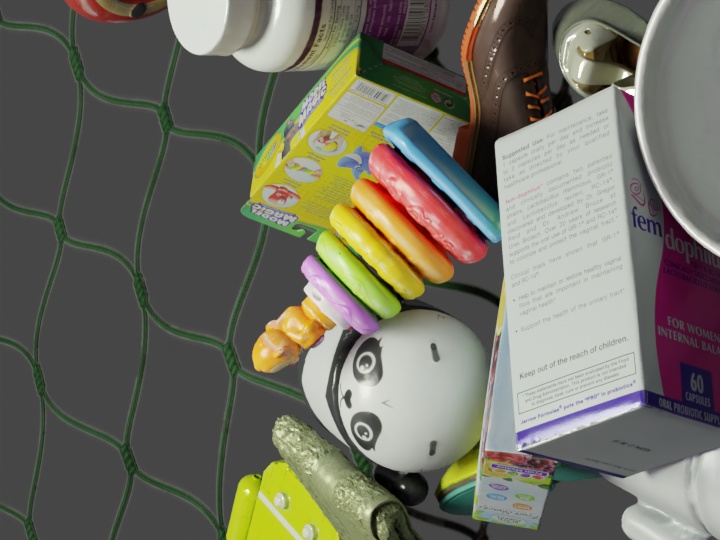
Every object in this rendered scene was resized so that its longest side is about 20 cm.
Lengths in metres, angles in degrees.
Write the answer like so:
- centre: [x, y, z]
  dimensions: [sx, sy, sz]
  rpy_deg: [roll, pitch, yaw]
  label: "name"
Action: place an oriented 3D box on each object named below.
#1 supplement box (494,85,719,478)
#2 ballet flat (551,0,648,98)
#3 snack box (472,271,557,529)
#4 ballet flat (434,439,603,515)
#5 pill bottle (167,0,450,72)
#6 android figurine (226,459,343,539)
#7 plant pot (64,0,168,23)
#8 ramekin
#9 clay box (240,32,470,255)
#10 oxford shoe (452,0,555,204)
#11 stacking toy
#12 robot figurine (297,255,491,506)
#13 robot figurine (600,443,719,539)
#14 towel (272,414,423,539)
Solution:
- centre: [0.153, 0.008, 1.173]
  dimensions: [0.103, 0.101, 0.201]
  rpy_deg: [-25, 59, 41]
  label: "supplement box"
- centre: [0.176, -0.129, 1.292]
  dimensions: [0.200, 0.063, 0.068]
  rpy_deg: [39, 127, 44]
  label: "ballet flat"
- centre: [0.114, 0.053, 1.299]
  dimensions: [0.142, 0.053, 0.201]
  rpy_deg: [87, -168, -65]
  label: "snack box"
- centre: [0.128, 0.127, 1.413]
  dimensions: [0.200, 0.067, 0.067]
  rpy_deg: [-26, 54, 49]
  label: "ballet flat"
- centre: [-0.039, -0.204, 1.455]
  dimensions: [0.112, 0.199, 0.113]
  rpy_deg: [11, 104, 52]
  label: "pill bottle"
- centre: [-0.053, 0.246, 1.687]
  dimensions: [0.182, 0.041, 0.201]
  rpy_deg: [44, 131, 41]
  label: "android figurine"
- centre: [-0.218, -0.327, 1.691]
  dimensions: [0.183, 0.200, 0.201]
  rpy_deg: [47, 131, 26]
  label: "plant pot"
- centre: [0.266, -0.099, 1.114]
  dimensions: [0.199, 0.105, 0.202]
  rpy_deg: [3, 95, 40]
  label: "ramekin"
- centre: [-0.001, -0.089, 1.493]
  dimensions: [0.200, 0.114, 0.048]
  rpy_deg: [-44, 33, 48]
  label: "clay box"
- centre: [0.115, -0.125, 1.372]
  dimensions: [0.072, 0.071, 0.201]
  rpy_deg: [37, 138, 38]
  label: "oxford shoe"
- centre: [0.000, 0.000, 1.358]
  dimensions: [0.110, 0.200, 0.116]
  rpy_deg: [45, -179, -7]
  label: "stacking toy"
- centre: [0.022, 0.080, 1.460]
  dimensions: [0.150, 0.125, 0.200]
  rpy_deg: [46, 173, -18]
  label: "robot figurine"
- centre: [0.220, 0.102, 1.230]
  dimensions: [0.200, 0.112, 0.171]
  rpy_deg: [27, 100, 49]
  label: "robot figurine"
- centre: [0.009, 0.197, 1.509]
  dimensions: [0.148, 0.036, 0.200]
  rpy_deg: [38, 166, 42]
  label: "towel"
